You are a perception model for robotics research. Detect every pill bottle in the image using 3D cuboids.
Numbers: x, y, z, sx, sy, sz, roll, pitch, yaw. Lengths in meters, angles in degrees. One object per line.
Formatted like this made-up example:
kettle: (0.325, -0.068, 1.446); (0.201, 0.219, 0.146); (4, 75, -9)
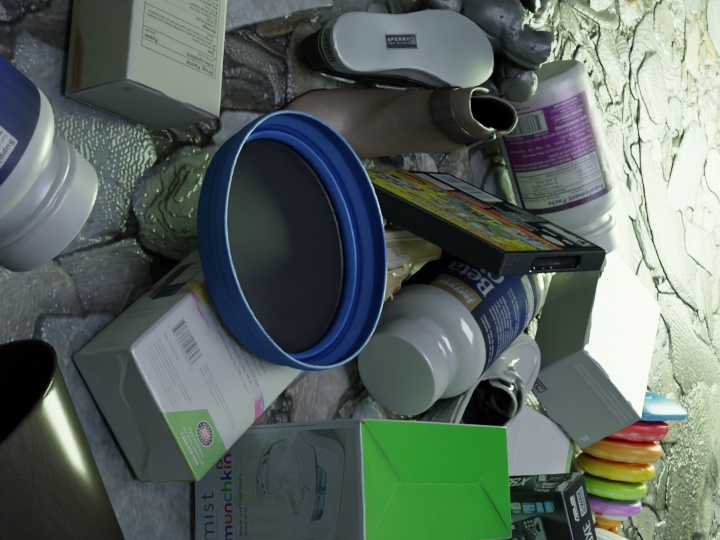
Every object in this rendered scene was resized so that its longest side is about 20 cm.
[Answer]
pill bottle: (0.082, 0.049, 1.348); (0.200, 0.110, 0.112); (-40, 116, -48)
pill bottle: (-0.262, -0.090, 0.909); (0.200, 0.119, 0.121); (44, 52, -40)
pill bottle: (0.211, -0.112, 1.544); (0.112, 0.111, 0.202); (-37, 114, -49)

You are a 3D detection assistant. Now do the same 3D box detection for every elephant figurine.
elephant figurine: (0.133, -0.273, 1.475); (0.156, 0.140, 0.202); (104, 0, -53)

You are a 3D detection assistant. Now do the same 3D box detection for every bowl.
bowl: (-0.052, -0.022, 1.132); (0.200, 0.039, 0.203); (19, 66, -51)

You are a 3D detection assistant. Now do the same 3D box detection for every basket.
basket: (-0.219, 0.178, 0.920); (0.181, 0.135, 0.202); (-54, 130, -48)

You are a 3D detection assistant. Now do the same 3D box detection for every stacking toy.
stacking toy: (0.278, 0.233, 1.607); (0.109, 0.115, 0.203); (5, 94, -48)

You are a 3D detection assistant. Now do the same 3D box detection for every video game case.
video game case: (0.099, -0.046, 1.327); (0.180, 0.199, 0.026); (-2, 115, -53)

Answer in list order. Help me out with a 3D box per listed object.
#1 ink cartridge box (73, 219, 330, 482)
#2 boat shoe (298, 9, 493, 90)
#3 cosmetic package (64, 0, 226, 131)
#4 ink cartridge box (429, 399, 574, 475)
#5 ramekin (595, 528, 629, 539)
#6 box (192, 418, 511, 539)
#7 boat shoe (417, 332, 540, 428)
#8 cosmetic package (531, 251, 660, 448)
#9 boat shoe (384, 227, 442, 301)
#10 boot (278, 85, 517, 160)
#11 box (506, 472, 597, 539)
ink cartridge box: (-0.115, 0.057, 1.123); (0.200, 0.067, 0.118); (-45, 117, -46)
boat shoe: (0.035, -0.202, 1.336); (0.198, 0.063, 0.072); (1, 85, -37)
cosmetic package: (-0.158, -0.219, 1.107); (0.105, 0.070, 0.203); (21, 68, -50)
ink cartridge box: (0.124, 0.191, 1.437); (0.199, 0.048, 0.147); (31, 59, -29)
ramekin: (0.228, 0.353, 1.447); (0.200, 0.104, 0.202); (-42, 147, -35)
box: (-0.006, 0.169, 1.161); (0.199, 0.175, 0.098); (10, 75, -52)
boat shoe: (0.124, 0.120, 1.383); (0.199, 0.065, 0.073); (-35, 101, -42)
cosmetic package: (0.246, 0.077, 1.535); (0.107, 0.090, 0.201); (46, 32, -17)
boat shoe: (0.000, 0.000, 1.288); (0.199, 0.073, 0.070); (-9, 94, -44)
boot: (0.040, -0.136, 1.294); (0.199, 0.145, 0.071); (-8, 93, -53)
box: (0.116, 0.264, 1.288); (0.050, 0.198, 0.160); (-25, 105, -55)
